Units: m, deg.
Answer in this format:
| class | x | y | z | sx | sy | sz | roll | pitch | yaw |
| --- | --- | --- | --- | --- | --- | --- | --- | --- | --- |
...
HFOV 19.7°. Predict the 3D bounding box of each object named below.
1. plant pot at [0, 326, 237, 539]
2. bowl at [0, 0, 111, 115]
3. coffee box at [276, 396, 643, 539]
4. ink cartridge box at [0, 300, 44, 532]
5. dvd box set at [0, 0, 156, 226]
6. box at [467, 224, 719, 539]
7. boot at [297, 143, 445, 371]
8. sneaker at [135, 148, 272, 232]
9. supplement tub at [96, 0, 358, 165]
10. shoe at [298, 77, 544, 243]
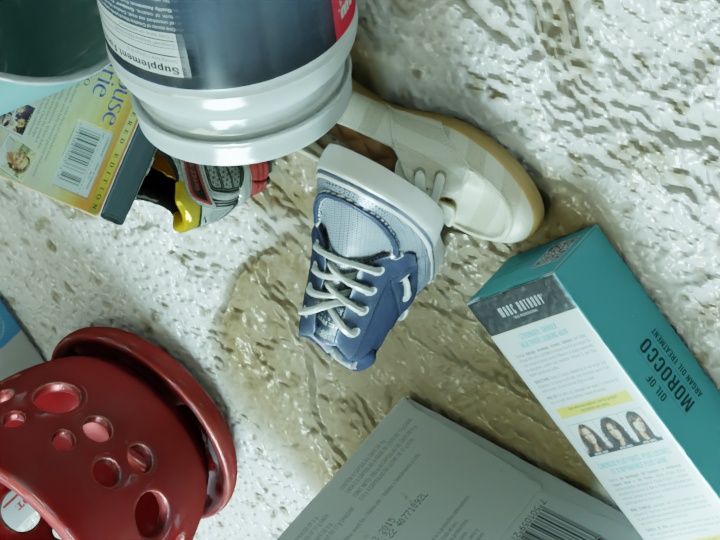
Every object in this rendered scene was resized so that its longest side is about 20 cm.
| class | x | y | z | sx | sy | sz | roll | pitch | yaw |
| --- | --- | --- | --- | --- | --- | --- | --- | --- | --- |
| plant pot | -0.202 | 0.152 | 1.518 | 0.200 | 0.182 | 0.200 | 28 | 142 | 24 |
| bowl | -0.240 | -0.164 | 1.205 | 0.201 | 0.201 | 0.105 | 47 | 131 | -2 |
| coffee box | 0.054 | 0.247 | 1.337 | 0.200 | 0.200 | 0.198 | 27 | 142 | 24 |
| ink cartridge box | -0.287 | 0.132 | 1.643 | 0.068 | 0.116 | 0.200 | -10 | 119 | 51 |
| dvd box set | -0.200 | -0.126 | 1.284 | 0.200 | 0.146 | 0.029 | 21 | 178 | 30 |
| box | 0.155 | 0.074 | 1.189 | 0.200 | 0.049 | 0.082 | 53 | 144 | -11 |
| boot | 0.000 | 0.000 | 1.165 | 0.073 | 0.090 | 0.200 | 27 | 171 | 17 |
| sneaker | -0.155 | -0.097 | 1.306 | 0.200 | 0.082 | 0.078 | 32 | 144 | 19 |
| supplement tub | -0.076 | -0.171 | 1.099 | 0.140 | 0.140 | 0.200 | 22 | 139 | 30 |
| shoe | 0.013 | -0.065 | 1.190 | 0.200 | 0.053 | 0.070 | 31 | 143 | 20 |
